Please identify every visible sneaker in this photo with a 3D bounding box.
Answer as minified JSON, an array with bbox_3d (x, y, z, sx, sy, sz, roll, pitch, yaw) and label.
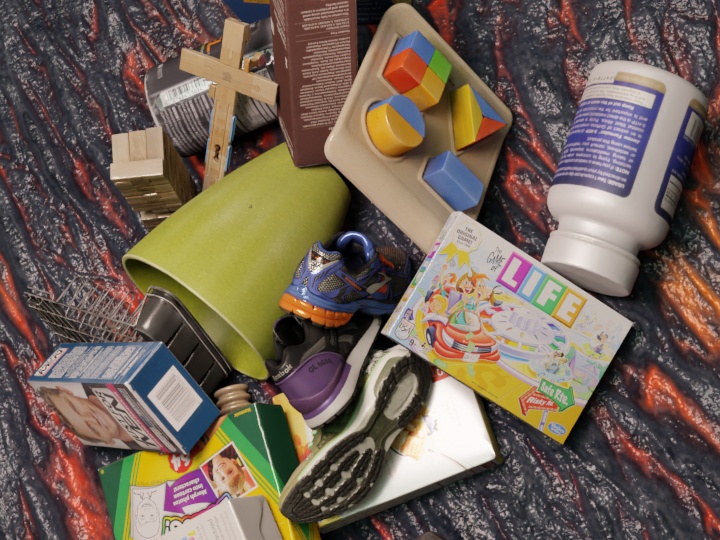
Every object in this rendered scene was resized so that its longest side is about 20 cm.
[{"bbox_3d":[0.000,0.000,1.438,0.075,0.200,0.079,27,110,19],"label":"sneaker"},{"bbox_3d":[-0.038,0.060,1.430,0.076,0.200,0.088,-37,106,23],"label":"sneaker"},{"bbox_3d":[-0.017,0.153,1.425,0.200,0.077,0.088,-50,37,-15],"label":"sneaker"}]

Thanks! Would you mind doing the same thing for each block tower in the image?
[{"bbox_3d":[-0.205,-0.083,1.530,0.054,0.200,0.058,-7,72,4],"label":"block tower"}]

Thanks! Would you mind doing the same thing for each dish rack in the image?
[{"bbox_3d":[-0.244,0.064,1.527,0.199,0.154,0.055,13,61,32],"label":"dish rack"}]

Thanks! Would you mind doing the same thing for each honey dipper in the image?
[{"bbox_3d":[-0.109,0.215,1.501,0.038,0.038,0.201,-19,73,14],"label":"honey dipper"}]

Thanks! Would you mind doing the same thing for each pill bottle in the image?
[{"bbox_3d":[-0.120,-0.203,1.586,0.199,0.106,0.107,-21,69,12],"label":"pill bottle"},{"bbox_3d":[0.245,-0.085,1.413,0.119,0.120,0.201,17,80,23],"label":"pill bottle"}]

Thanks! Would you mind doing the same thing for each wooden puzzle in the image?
[{"bbox_3d":[0.069,-0.135,1.429,0.046,0.185,0.201,-18,38,46],"label":"wooden puzzle"}]

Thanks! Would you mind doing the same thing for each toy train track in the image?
[{"bbox_3d":[-0.133,-0.163,1.524,0.114,0.033,0.201,23,121,20],"label":"toy train track"}]

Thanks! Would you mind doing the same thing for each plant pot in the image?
[{"bbox_3d":[-0.106,-0.027,1.504,0.187,0.187,0.200,30,72,25],"label":"plant pot"}]

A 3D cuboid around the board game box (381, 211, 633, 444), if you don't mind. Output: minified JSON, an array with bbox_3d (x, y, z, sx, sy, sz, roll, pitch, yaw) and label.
[{"bbox_3d":[0.138,0.054,1.400,0.199,0.034,0.135,31,86,-9],"label":"board game box"}]

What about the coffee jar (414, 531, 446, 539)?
[{"bbox_3d":[0.029,0.341,1.384,0.200,0.085,0.104,-45,65,2],"label":"coffee jar"}]

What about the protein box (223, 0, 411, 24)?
[{"bbox_3d":[-0.062,-0.359,1.558,0.197,0.200,0.136,2,75,20],"label":"protein box"}]

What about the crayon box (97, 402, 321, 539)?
[{"bbox_3d":[-0.147,0.245,1.465,0.199,0.058,0.174,-24,73,23],"label":"crayon box"}]

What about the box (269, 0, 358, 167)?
[{"bbox_3d":[-0.045,-0.212,1.444,0.074,0.201,0.100,-11,39,-9],"label":"box"}]

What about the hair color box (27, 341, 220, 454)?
[{"bbox_3d":[-0.238,0.126,1.483,0.199,0.100,0.061,-4,39,51],"label":"hair color box"}]

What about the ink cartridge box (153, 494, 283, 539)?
[{"bbox_3d":[-0.160,0.304,1.396,0.199,0.067,0.117,-31,74,22],"label":"ink cartridge box"}]

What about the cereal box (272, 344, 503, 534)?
[{"bbox_3d":[0.025,0.156,1.465,0.199,0.040,0.145,-24,68,12],"label":"cereal box"}]
